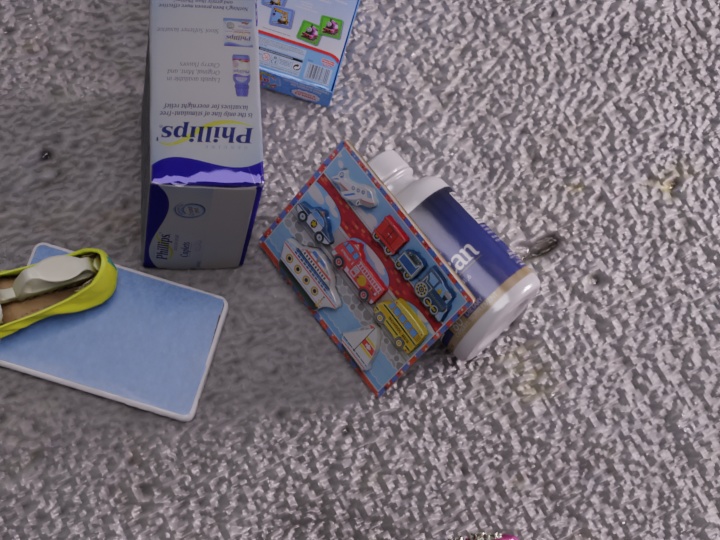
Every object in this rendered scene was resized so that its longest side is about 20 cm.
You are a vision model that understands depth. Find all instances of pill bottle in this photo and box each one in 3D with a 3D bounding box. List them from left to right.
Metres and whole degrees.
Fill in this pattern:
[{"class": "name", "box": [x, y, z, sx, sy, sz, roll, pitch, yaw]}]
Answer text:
[{"class": "pill bottle", "box": [0.071, -0.019, 1.335, 0.111, 0.111, 0.200, -39, 77, -22]}]

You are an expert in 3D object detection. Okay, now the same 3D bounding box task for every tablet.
[{"class": "tablet", "box": [-0.236, 0.058, 1.303, 0.197, 0.014, 0.132, 17, 65, -1]}]

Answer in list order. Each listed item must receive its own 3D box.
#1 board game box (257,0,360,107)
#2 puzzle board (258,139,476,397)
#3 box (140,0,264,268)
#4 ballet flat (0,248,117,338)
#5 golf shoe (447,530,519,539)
[{"class": "board game box", "box": [-0.078, -0.287, 1.468, 0.149, 0.037, 0.202, 17, 65, -2]}, {"class": "puzzle board", "box": [0.000, 0.000, 1.305, 0.201, 0.151, 0.017, 52, 31, 14]}, {"class": "box", "box": [-0.155, -0.129, 1.305, 0.103, 0.184, 0.203, 1, 67, -11]}, {"class": "ballet flat", "box": [-0.321, 0.022, 1.261, 0.197, 0.067, 0.068, -18, 71, -16]}, {"class": "golf shoe", "box": [0.060, 0.298, 1.225, 0.198, 0.075, 0.093, -19, 86, -15]}]
